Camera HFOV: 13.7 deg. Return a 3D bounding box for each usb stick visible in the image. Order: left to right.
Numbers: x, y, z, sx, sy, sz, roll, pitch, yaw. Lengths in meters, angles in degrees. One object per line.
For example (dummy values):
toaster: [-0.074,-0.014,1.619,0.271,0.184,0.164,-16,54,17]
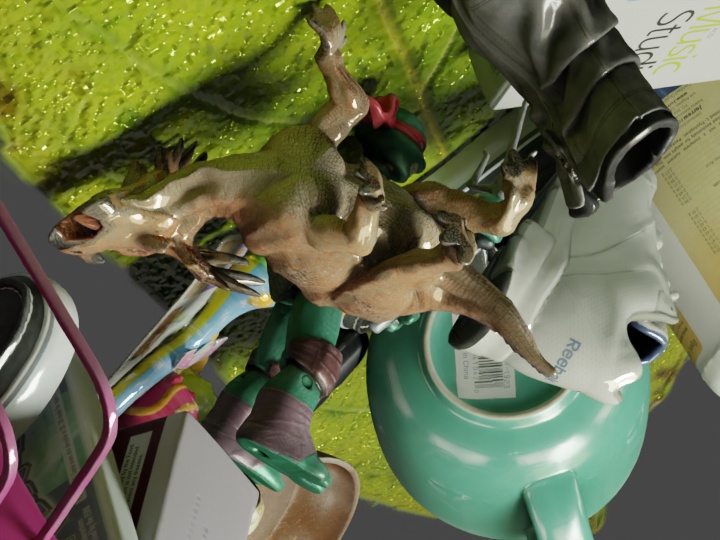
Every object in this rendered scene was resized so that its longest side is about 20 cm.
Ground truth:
usb stick: [-0.028,0.054,1.525,0.055,0.033,0.200,-45,178,8]

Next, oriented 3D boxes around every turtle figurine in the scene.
turtle figurine: [0.000,0.000,1.333,0.200,0.100,0.150,-60,179,-13]

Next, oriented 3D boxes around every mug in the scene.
mug: [0.090,0.065,1.592,0.152,0.185,0.114,-48,163,-13]

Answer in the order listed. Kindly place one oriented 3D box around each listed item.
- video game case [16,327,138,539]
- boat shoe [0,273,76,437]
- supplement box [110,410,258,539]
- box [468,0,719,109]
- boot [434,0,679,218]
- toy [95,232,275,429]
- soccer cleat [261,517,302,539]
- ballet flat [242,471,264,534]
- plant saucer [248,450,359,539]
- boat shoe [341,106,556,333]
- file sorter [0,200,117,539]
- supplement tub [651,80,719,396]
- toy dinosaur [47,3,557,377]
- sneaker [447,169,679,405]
video game case: [-0.183,0.110,1.241,0.182,0.200,0.023,-34,125,7]
boat shoe: [-0.204,0.066,1.218,0.200,0.069,0.057,-38,142,5]
supplement box: [-0.148,0.138,1.251,0.199,0.109,0.061,-16,131,28]
box: [0.163,-0.131,1.329,0.199,0.036,0.144,-10,156,-27]
boot: [0.079,-0.103,1.144,0.070,0.132,0.200,-30,165,-4]
toy: [-0.089,0.061,1.412,0.200,0.047,0.115,-52,167,19]
soccer cleat: [-0.123,0.136,1.538,0.199,0.073,0.068,-17,-179,5]
ballet flat: [-0.137,0.104,1.336,0.199,0.057,0.066,2,-159,16]
plant saucer: [-0.089,0.148,1.442,0.200,0.035,0.200,-33,156,-17]
boat shoe: [0.058,-0.022,1.495,0.200,0.057,0.069,-41,163,29]
file sorter: [-0.208,0.058,1.073,0.200,0.139,0.125,-22,160,-34]
supplement tub: [0.208,-0.023,1.516,0.144,0.200,0.144,-29,165,-9]
toy dinosaur: [-0.013,-0.014,1.227,0.136,0.200,0.086,-41,-156,40]
sneaker: [0.104,0.005,1.359,0.075,0.087,0.200,-57,178,32]
